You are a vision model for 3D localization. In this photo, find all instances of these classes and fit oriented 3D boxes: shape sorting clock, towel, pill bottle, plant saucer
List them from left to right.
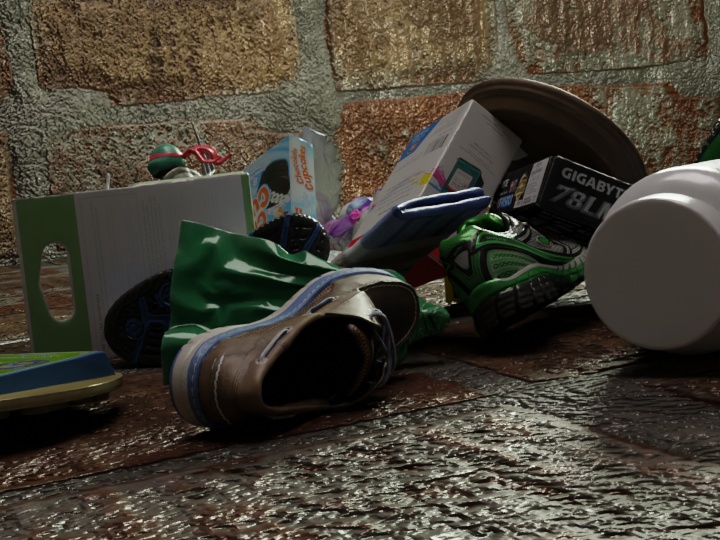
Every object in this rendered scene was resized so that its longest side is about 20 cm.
[{"bbox_3d":[-0.249,0.081,0.735,0.199,0.040,0.200,-7,4,0],"label":"shape sorting clock"},{"bbox_3d":[0.000,0.000,0.927,0.200,0.024,0.147,-40,-14,33],"label":"towel"},{"bbox_3d":[0.178,-0.107,1.133,0.199,0.030,0.200,27,-22,12],"label":"plant saucer"},{"bbox_3d":[0.221,-0.010,0.764,0.119,0.121,0.200,-3,6,31],"label":"pill bottle"}]

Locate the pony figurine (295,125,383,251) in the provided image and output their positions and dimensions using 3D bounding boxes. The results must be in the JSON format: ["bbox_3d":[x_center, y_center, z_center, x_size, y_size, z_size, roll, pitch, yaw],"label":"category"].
[{"bbox_3d":[-0.007,-0.049,1.299,0.199,0.194,0.167,-11,48,-39],"label":"pony figurine"}]

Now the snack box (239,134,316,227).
[{"bbox_3d":[-0.122,-0.048,1.259,0.037,0.117,0.200,18,-35,-37],"label":"snack box"}]

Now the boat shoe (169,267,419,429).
[{"bbox_3d":[-0.018,0.051,0.702,0.072,0.073,0.200,4,20,39],"label":"boat shoe"}]

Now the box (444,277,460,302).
[{"bbox_3d":[0.158,-0.016,1.199,0.064,0.071,0.200,-1,7,34],"label":"box"}]

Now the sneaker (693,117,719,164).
[{"bbox_3d":[0.361,-0.092,1.123,0.085,0.201,0.078,29,34,12],"label":"sneaker"}]

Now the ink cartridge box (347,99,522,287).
[{"bbox_3d":[0.058,-0.051,1.095,0.067,0.201,0.116,37,-25,-15],"label":"ink cartridge box"}]

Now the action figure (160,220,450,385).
[{"bbox_3d":[-0.036,0.030,0.830,0.199,0.119,0.055,4,-4,11],"label":"action figure"}]

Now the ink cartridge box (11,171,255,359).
[{"bbox_3d":[-0.185,-0.001,0.992,0.199,0.147,0.048,-8,5,-18],"label":"ink cartridge box"}]

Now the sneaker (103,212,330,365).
[{"bbox_3d":[-0.113,0.020,0.958,0.199,0.076,0.077,-24,-1,1],"label":"sneaker"}]

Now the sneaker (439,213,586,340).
[{"bbox_3d":[0.123,-0.011,0.902,0.078,0.086,0.200,-33,-8,22],"label":"sneaker"}]

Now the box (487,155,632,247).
[{"bbox_3d":[0.226,-0.039,1.028,0.199,0.050,0.198,19,0,-5],"label":"box"}]

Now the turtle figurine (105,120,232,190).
[{"bbox_3d":[-0.172,-0.039,1.074,0.149,0.201,0.101,-10,-2,-25],"label":"turtle figurine"}]

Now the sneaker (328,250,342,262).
[{"bbox_3d":[-0.042,0.013,1.188,0.199,0.071,0.080,2,0,4],"label":"sneaker"}]
